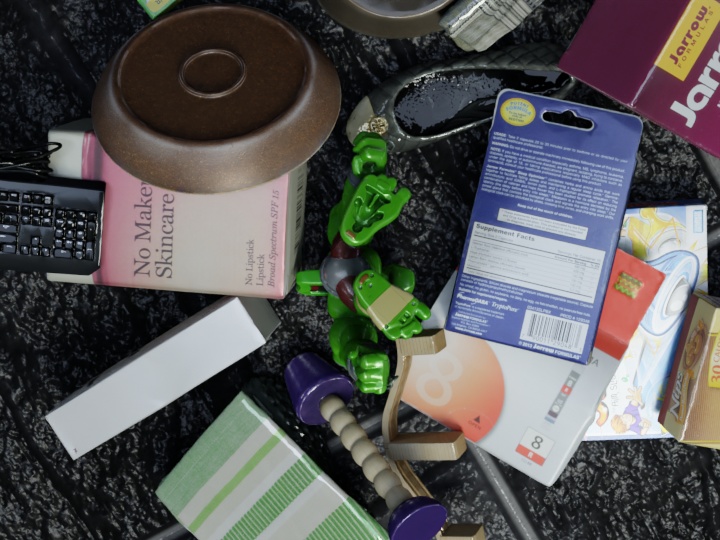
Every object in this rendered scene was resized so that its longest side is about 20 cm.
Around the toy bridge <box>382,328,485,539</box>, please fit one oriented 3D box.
[{"bbox_3d":[0.055,0.148,1.062,0.067,0.027,0.201,-5,104,27],"label":"toy bridge"}]

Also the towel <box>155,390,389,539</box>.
[{"bbox_3d":[-0.069,0.216,1.078,0.200,0.023,0.153,44,120,2],"label":"towel"}]

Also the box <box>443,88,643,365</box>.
[{"bbox_3d":[0.148,-0.036,1.013,0.121,0.032,0.201,14,97,13],"label":"box"}]

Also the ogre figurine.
[{"bbox_3d":[0.000,0.000,1.024,0.098,0.120,0.201,-18,83,-16],"label":"ogre figurine"}]

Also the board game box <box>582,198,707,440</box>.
[{"bbox_3d":[0.225,0.043,1.072,0.135,0.034,0.201,-3,101,6],"label":"board game box"}]

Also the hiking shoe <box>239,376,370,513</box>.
[{"bbox_3d":[-0.062,0.190,1.106,0.087,0.074,0.200,-29,96,11],"label":"hiking shoe"}]

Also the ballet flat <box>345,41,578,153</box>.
[{"bbox_3d":[0.082,-0.144,1.037,0.199,0.057,0.067,-17,102,8],"label":"ballet flat"}]

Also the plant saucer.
[{"bbox_3d":[-0.115,-0.146,0.998,0.200,0.201,0.035,5,144,4],"label":"plant saucer"}]

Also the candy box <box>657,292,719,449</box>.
[{"bbox_3d":[0.358,0.096,1.040,0.199,0.055,0.116,11,100,-11],"label":"candy box"}]

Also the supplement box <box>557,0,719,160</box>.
[{"bbox_3d":[0.271,-0.159,0.951,0.200,0.103,0.131,20,105,-33],"label":"supplement box"}]

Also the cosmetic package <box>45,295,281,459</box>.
[{"bbox_3d":[-0.169,0.084,1.092,0.200,0.083,0.051,-32,97,9],"label":"cosmetic package"}]

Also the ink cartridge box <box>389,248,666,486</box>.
[{"bbox_3d":[0.136,0.056,1.046,0.162,0.050,0.200,30,114,13],"label":"ink cartridge box"}]

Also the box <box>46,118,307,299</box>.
[{"bbox_3d":[-0.149,-0.054,1.049,0.199,0.109,0.128,4,101,4],"label":"box"}]

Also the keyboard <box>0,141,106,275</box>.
[{"bbox_3d":[-0.299,-0.050,0.970,0.199,0.040,0.104,4,102,-8],"label":"keyboard"}]

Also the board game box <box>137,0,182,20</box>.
[{"bbox_3d":[-0.135,-0.322,1.038,0.200,0.029,0.135,-38,95,11],"label":"board game box"}]

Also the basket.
[{"bbox_3d":[0.034,-0.245,0.950,0.180,0.200,0.136,-17,99,9],"label":"basket"}]

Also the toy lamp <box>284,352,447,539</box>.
[{"bbox_3d":[-0.004,0.143,1.047,0.058,0.200,0.058,-20,135,-21],"label":"toy lamp"}]

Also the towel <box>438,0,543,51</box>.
[{"bbox_3d":[0.146,-0.229,0.943,0.192,0.200,0.035,-40,89,11],"label":"towel"}]
